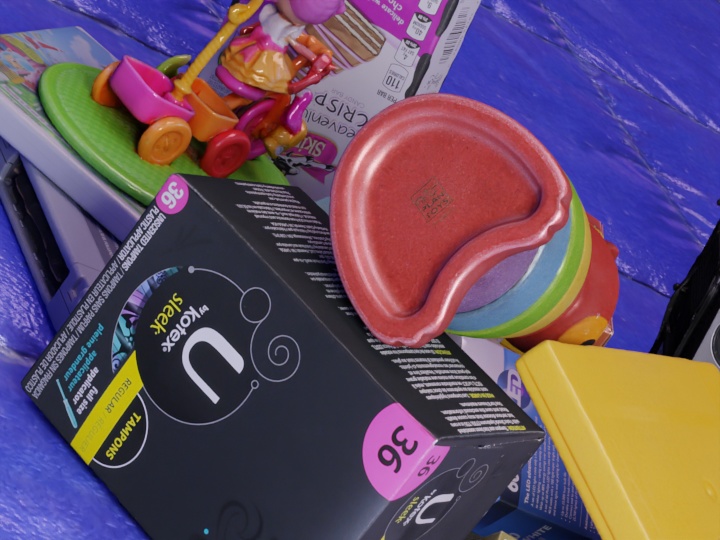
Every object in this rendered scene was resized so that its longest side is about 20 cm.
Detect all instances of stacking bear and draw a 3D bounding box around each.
[{"bbox_3d":[0.073,-0.010,1.467,0.114,0.121,0.200,55,11,27],"label":"stacking bear"}]

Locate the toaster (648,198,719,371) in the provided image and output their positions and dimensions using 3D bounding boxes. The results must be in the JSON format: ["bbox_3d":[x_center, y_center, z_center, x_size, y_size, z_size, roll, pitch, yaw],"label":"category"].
[{"bbox_3d":[0.261,0.058,1.930,0.118,0.181,0.200,25,22,-4],"label":"toaster"}]

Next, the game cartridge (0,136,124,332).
[{"bbox_3d":[-0.134,-0.005,1.641,0.133,0.042,0.200,28,21,-36],"label":"game cartridge"}]

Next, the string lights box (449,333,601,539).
[{"bbox_3d":[0.117,0.121,1.679,0.199,0.059,0.103,25,52,-29],"label":"string lights box"}]

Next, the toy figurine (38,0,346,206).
[{"bbox_3d":[-0.060,-0.135,1.671,0.200,0.184,0.150,12,31,-52],"label":"toy figurine"}]

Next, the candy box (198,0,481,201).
[{"bbox_3d":[-0.026,-0.118,1.800,0.136,0.201,0.061,28,16,15],"label":"candy box"}]

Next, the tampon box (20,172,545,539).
[{"bbox_3d":[-0.040,0.072,1.448,0.200,0.150,0.126,45,19,23],"label":"tampon box"}]

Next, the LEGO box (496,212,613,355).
[{"bbox_3d":[0.090,-0.008,1.959,0.149,0.077,0.200,33,19,-10],"label":"LEGO box"}]

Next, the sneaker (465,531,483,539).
[{"bbox_3d":[0.132,0.173,1.571,0.199,0.114,0.076,31,18,-9],"label":"sneaker"}]

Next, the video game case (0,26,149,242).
[{"bbox_3d":[-0.140,-0.073,1.699,0.200,0.022,0.182,41,19,11],"label":"video game case"}]

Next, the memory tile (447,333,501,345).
[{"bbox_3d":[0.102,0.095,1.790,0.200,0.017,0.154,37,20,-25],"label":"memory tile"}]

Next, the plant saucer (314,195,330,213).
[{"bbox_3d":[-0.040,-0.025,1.650,0.019,0.070,0.200,68,23,-2],"label":"plant saucer"}]

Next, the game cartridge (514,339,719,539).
[{"bbox_3d":[0.172,0.123,1.501,0.200,0.032,0.177,9,50,-56],"label":"game cartridge"}]

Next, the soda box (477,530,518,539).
[{"bbox_3d":[0.130,0.214,1.499,0.199,0.068,0.064,31,65,-15],"label":"soda box"}]
